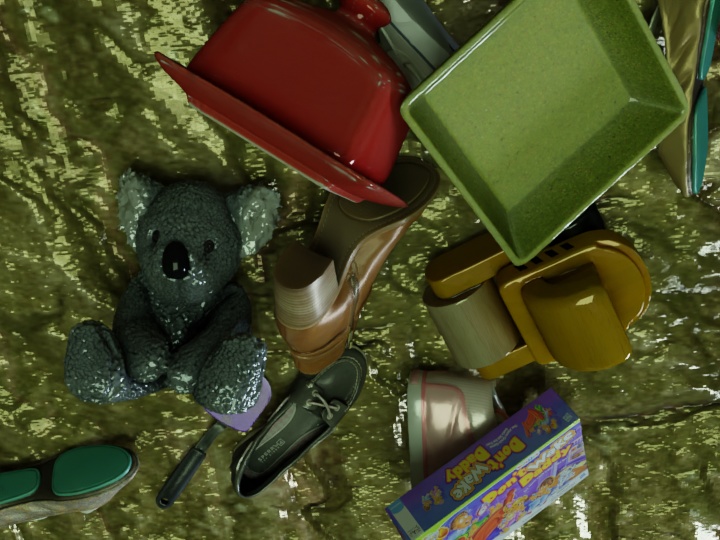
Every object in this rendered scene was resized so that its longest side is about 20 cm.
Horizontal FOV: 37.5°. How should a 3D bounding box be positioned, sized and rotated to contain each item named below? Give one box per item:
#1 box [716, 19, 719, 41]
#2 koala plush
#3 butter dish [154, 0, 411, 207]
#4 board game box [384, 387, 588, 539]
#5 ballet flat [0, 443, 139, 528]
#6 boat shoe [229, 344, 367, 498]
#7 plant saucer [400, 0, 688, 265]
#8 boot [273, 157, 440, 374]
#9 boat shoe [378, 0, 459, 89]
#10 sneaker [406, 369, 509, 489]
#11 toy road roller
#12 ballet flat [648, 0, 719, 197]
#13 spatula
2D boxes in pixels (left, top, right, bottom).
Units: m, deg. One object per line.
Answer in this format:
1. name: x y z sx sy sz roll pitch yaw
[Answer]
1. box: 0.368 -0.260 0.842 0.095 0.103 0.200 9 119 -5
2. koala plush: -0.159 0.010 0.963 0.177 0.184 0.200 4 97 5
3. butter dish: -0.029 -0.152 0.836 0.199 0.200 0.148 31 95 11
4. board game box: 0.130 0.218 1.051 0.200 0.045 0.135 -35 143 -8
5. ballet flat: -0.316 0.231 1.119 0.200 0.068 0.067 -11 137 11
6. boat shoe: -0.061 0.159 1.080 0.067 0.057 0.200 36 112 -18
7. plant saucer: 0.144 -0.136 0.852 0.200 0.048 0.200 -42 126 0
8. boot: 0.000 0.000 0.980 0.077 0.200 0.155 29 152 22
9. boat shoe: 0.046 -0.176 0.901 0.070 0.071 0.200 -36 115 23
10. sneaker: 0.103 0.194 1.090 0.104 0.075 0.200 -1 114 6
11. toy road roller: 0.164 0.034 0.967 0.200 0.146 0.123 -25 115 12
12. ballet flat: 0.275 -0.162 0.923 0.063 0.069 0.200 11 118 25
13. spatula: -0.161 0.180 1.110 0.056 0.021 0.200 32 114 -10
